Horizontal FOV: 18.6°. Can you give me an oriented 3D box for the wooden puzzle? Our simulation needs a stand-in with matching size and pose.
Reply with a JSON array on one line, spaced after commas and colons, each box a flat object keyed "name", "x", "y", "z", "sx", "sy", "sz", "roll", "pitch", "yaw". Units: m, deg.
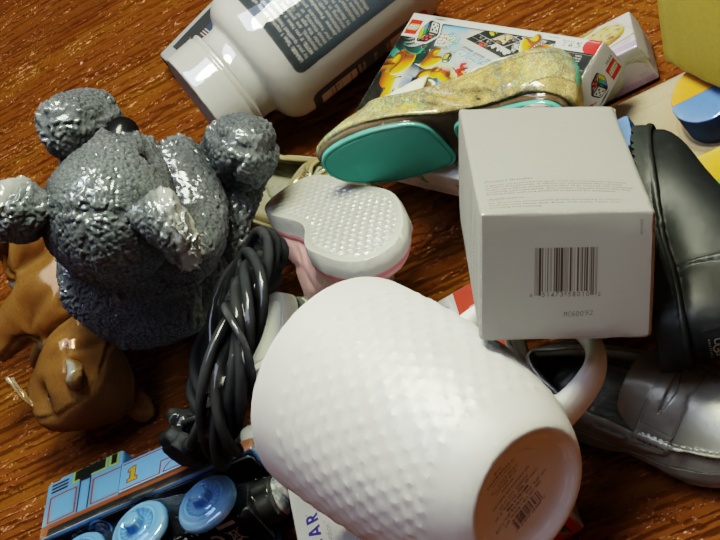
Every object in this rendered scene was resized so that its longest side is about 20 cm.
[{"name": "wooden puzzle", "x": 0.210, "y": -0.066, "z": 1.486, "sx": 0.185, "sy": 0.046, "sz": 0.201, "roll": -26, "pitch": 43, "yaw": 20}]

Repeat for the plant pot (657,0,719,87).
[{"name": "plant pot", "x": 0.300, "y": -0.235, "z": 1.407, "sx": 0.195, "sy": 0.201, "sz": 0.194, "roll": -35, "pitch": 38, "yaw": -15}]

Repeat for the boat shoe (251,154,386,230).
[{"name": "boat shoe", "x": -0.060, "y": -0.059, "z": 1.685, "sx": 0.200, "sy": 0.063, "sz": 0.073, "roll": 15, "pitch": 66, "yaw": 45}]

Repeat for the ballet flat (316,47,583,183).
[{"name": "ballet flat", "x": 0.063, "y": -0.109, "z": 1.509, "sx": 0.199, "sy": 0.071, "sz": 0.071, "roll": -12, "pitch": 49, "yaw": 29}]

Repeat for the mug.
[{"name": "mug", "x": 0.061, "y": 0.086, "z": 1.332, "sx": 0.200, "sy": 0.148, "sz": 0.175, "roll": -39, "pitch": 40, "yaw": -21}]

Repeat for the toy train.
[{"name": "toy train", "x": -0.134, "y": 0.172, "z": 1.531, "sx": 0.199, "sy": 0.087, "sz": 0.115, "roll": -26, "pitch": 37, "yaw": 20}]

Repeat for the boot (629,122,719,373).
[{"name": "boot", "x": 0.257, "y": -0.023, "z": 1.363, "sx": 0.167, "sy": 0.077, "sz": 0.201, "roll": -8, "pitch": 43, "yaw": 6}]

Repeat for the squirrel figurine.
[{"name": "squirrel figurine", "x": -0.199, "y": 0.023, "z": 1.676, "sx": 0.199, "sy": 0.141, "sz": 0.187, "roll": -32, "pitch": 48, "yaw": 16}]

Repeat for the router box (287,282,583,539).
[{"name": "router box", "x": 0.039, "y": 0.126, "z": 1.455, "sx": 0.179, "sy": 0.049, "sz": 0.201, "roll": -30, "pitch": 42, "yaw": 14}]

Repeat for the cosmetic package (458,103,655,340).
[{"name": "cosmetic package", "x": 0.118, "y": -0.034, "z": 1.361, "sx": 0.107, "sy": 0.085, "sz": 0.200, "roll": -1, "pitch": 21, "yaw": 1}]

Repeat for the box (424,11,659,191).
[{"name": "box", "x": 0.122, "y": -0.123, "z": 1.612, "sx": 0.199, "sy": 0.039, "sz": 0.042, "roll": -25, "pitch": 43, "yaw": 20}]

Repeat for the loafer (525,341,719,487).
[{"name": "loafer", "x": 0.185, "y": 0.085, "z": 1.357, "sx": 0.199, "sy": 0.070, "sz": 0.070, "roll": 7, "pitch": 60, "yaw": 42}]

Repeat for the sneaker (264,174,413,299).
[{"name": "sneaker", "x": 0.000, "y": 0.000, "z": 1.545, "sx": 0.075, "sy": 0.105, "sz": 0.200, "roll": -30, "pitch": 20, "yaw": -12}]

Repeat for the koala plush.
[{"name": "koala plush", "x": -0.162, "y": -0.034, "z": 1.516, "sx": 0.176, "sy": 0.200, "sz": 0.185, "roll": 9, "pitch": 90, "yaw": 7}]

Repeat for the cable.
[{"name": "cable", "x": -0.080, "y": 0.050, "z": 1.427, "sx": 0.200, "sy": 0.051, "sz": 0.164, "roll": 136, "pitch": 155, "yaw": -77}]

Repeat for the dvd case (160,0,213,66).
[{"name": "dvd case", "x": -0.065, "y": -0.221, "z": 1.861, "sx": 0.200, "sy": 0.025, "sz": 0.150, "roll": -45, "pitch": 40, "yaw": -4}]

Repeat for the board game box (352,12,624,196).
[{"name": "board game box", "x": 0.082, "y": -0.115, "z": 1.574, "sx": 0.199, "sy": 0.035, "sz": 0.127, "roll": 15, "pitch": 71, "yaw": 48}]

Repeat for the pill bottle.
[{"name": "pill bottle", "x": -0.049, "y": -0.193, "z": 1.735, "sx": 0.200, "sy": 0.120, "sz": 0.120, "roll": -38, "pitch": 40, "yaw": -5}]

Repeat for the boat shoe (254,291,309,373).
[{"name": "boat shoe", "x": -0.054, "y": 0.055, "z": 1.552, "sx": 0.200, "sy": 0.061, "sz": 0.073, "roll": 153, "pitch": 126, "yaw": -72}]
